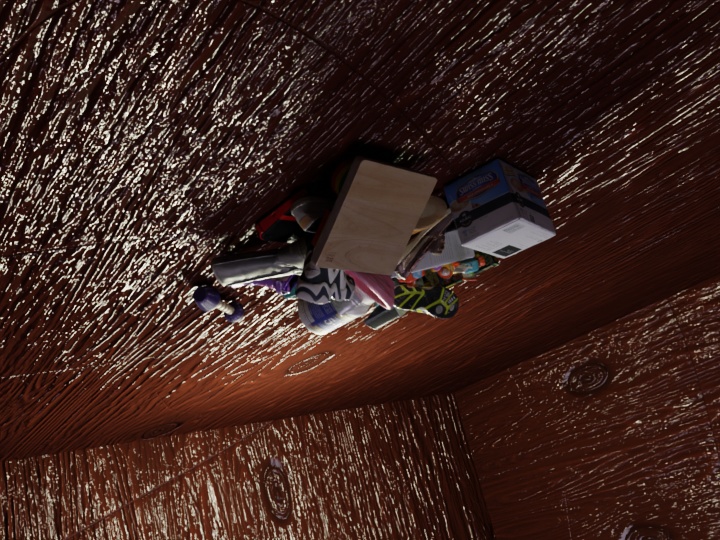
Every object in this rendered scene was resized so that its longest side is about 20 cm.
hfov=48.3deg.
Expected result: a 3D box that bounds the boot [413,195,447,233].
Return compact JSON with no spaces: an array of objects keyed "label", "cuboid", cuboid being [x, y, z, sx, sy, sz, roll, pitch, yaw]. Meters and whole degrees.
[{"label":"boot","cuboid":[0.075,-0.093,1.647,0.199,0.071,0.144,-17,172,-2]}]

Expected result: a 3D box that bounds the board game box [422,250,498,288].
[{"label":"board game box","cuboid":[0.225,-0.025,1.895,0.199,0.106,0.023,-28,156,34]}]

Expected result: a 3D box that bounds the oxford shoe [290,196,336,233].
[{"label":"oxford shoe","cuboid":[-0.038,-0.096,1.468,0.199,0.058,0.075,-2,152,-41]}]

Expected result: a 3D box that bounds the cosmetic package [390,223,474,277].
[{"label":"cosmetic package","cuboid":[0.139,-0.044,1.761,0.198,0.072,0.101,-14,-171,-3]}]

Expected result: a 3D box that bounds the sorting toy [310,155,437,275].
[{"label":"sorting toy","cuboid":[0.011,-0.102,1.410,0.199,0.070,0.200,6,115,-46]}]

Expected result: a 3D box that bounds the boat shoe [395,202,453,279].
[{"label":"boat shoe","cuboid":[0.144,-0.061,1.672,0.200,0.072,0.072,-44,-171,7]}]

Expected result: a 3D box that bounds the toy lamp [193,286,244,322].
[{"label":"toy lamp","cuboid":[-0.322,0.075,1.822,0.058,0.059,0.200,-18,165,9]}]

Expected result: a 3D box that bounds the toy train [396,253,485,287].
[{"label":"toy train","cuboid":[0.181,0.008,1.789,0.199,0.056,0.150,-2,-163,42]}]

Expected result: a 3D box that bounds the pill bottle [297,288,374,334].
[{"label":"pill bottle","cuboid":[-0.046,0.066,1.919,0.119,0.121,0.199,4,154,-46]}]

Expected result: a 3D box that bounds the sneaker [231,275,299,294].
[{"label":"sneaker","cuboid":[-0.182,0.011,1.691,0.198,0.089,0.081,-14,164,0]}]

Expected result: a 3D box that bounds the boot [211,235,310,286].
[{"label":"boot","cuboid":[-0.174,0.000,1.605,0.198,0.073,0.182,-19,149,10]}]

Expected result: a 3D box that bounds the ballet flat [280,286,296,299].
[{"label":"ballet flat","cuboid":[-0.094,0.011,1.826,0.198,0.076,0.064,-14,-166,11]}]

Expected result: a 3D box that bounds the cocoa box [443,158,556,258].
[{"label":"cocoa box","cuboid":[0.280,-0.119,1.606,0.133,0.132,0.199,-26,160,29]}]

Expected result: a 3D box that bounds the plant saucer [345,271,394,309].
[{"label":"plant saucer","cuboid":[0.000,0.000,1.686,0.051,0.200,0.201,-49,163,-7]}]

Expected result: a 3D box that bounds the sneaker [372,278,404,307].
[{"label":"sneaker","cuboid":[0.083,0.024,1.930,0.077,0.092,0.199,-20,172,-46]}]

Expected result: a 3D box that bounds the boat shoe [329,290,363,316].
[{"label":"boat shoe","cuboid":[-0.058,0.038,1.697,0.068,0.200,0.072,-42,127,-2]}]

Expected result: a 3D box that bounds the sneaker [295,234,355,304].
[{"label":"sneaker","cuboid":[-0.053,-0.014,1.519,0.079,0.131,0.199,19,-169,26]}]

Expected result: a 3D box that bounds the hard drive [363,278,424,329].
[{"label":"hard drive","cuboid":[0.103,0.072,2.035,0.135,0.042,0.200,-32,-172,43]}]

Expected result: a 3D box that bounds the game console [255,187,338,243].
[{"label":"game console","cuboid":[-0.083,-0.103,1.534,0.199,0.031,0.177,2,151,-44]}]

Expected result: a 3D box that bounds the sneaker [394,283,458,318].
[{"label":"sneaker","cuboid":[0.145,0.063,1.891,0.199,0.076,0.076,16,-178,-29]}]
